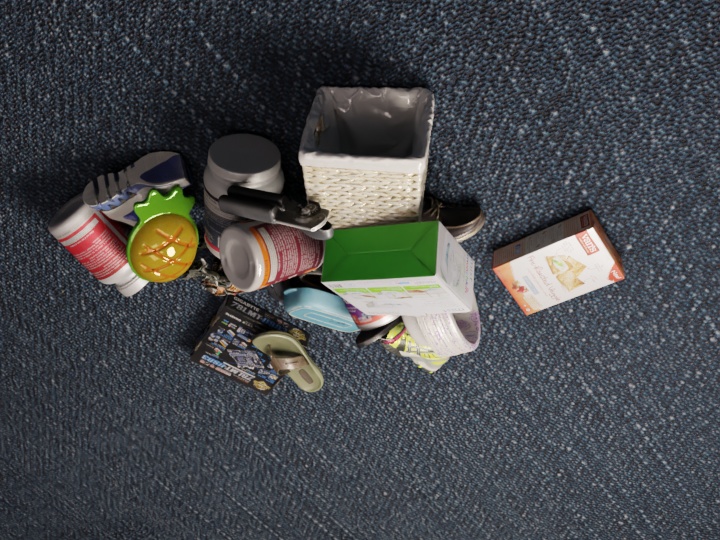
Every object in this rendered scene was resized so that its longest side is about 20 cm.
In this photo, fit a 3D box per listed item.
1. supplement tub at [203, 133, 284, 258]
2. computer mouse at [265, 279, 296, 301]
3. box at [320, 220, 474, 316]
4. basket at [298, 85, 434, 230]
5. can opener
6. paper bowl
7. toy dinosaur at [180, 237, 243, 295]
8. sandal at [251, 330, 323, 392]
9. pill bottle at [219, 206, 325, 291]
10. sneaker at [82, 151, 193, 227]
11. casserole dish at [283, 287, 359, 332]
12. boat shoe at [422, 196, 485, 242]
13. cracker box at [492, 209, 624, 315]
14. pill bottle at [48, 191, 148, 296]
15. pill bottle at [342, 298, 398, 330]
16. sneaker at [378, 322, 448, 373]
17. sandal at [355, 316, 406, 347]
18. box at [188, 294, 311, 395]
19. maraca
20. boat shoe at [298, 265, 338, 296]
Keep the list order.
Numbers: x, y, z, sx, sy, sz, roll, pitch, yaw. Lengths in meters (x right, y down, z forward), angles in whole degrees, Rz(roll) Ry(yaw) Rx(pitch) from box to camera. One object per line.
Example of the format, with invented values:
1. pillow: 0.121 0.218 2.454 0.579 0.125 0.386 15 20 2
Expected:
1. supplement tub: -0.207 -0.124 1.469 0.139 0.141 0.201 11 131 2
2. computer mouse: -0.185 0.005 1.616 0.058 0.034 0.200 -2 144 33
3. box: 0.065 0.004 1.353 0.199 0.097 0.176 -4 159 27
4. basket: 0.017 -0.180 1.345 0.199 0.199 0.161 3 135 8
5. can opener: -0.134 -0.086 1.324 0.199 0.053 0.067 13 138 29
6. paper bowl: 0.138 0.059 1.518 0.104 0.201 0.201 -16 126 22
7. toy dinosaur: -0.260 -0.003 1.613 0.135 0.103 0.200 36 129 -24
8. sandal: -0.145 0.194 1.724 0.080 0.058 0.201 -26 122 27
9. pill bottle: -0.129 -0.043 1.408 0.114 0.199 0.115 21 120 42
10. sneaker: -0.398 -0.142 1.540 0.198 0.081 0.115 -18 150 6
11. casserole dish: -0.062 0.081 1.633 0.199 0.039 0.121 18 160 -27
12. boat shoe: 0.121 -0.088 1.482 0.199 0.075 0.074 -10 128 17
13. cracker box: 0.359 -0.011 1.512 0.199 0.058 0.134 -25 122 27
14. pill bottle: -0.494 -0.048 1.607 0.112 0.113 0.200 -23 122 27
15. pill bottle: 0.000 0.000 1.536 0.111 0.111 0.201 -21 105 26
16. sneaker: 0.105 0.135 1.675 0.199 0.076 0.076 28 122 -35
17. sandal: 0.064 0.107 1.578 0.075 0.200 0.045 -15 100 38
18. box: -0.239 0.164 1.781 0.199 0.050 0.199 28 130 -14
19. maraca: -0.359 -0.063 1.513 0.136 0.107 0.201 -13 131 -33
20. boat shoe: -0.031 0.034 1.621 0.199 0.068 0.072 29 129 -16
